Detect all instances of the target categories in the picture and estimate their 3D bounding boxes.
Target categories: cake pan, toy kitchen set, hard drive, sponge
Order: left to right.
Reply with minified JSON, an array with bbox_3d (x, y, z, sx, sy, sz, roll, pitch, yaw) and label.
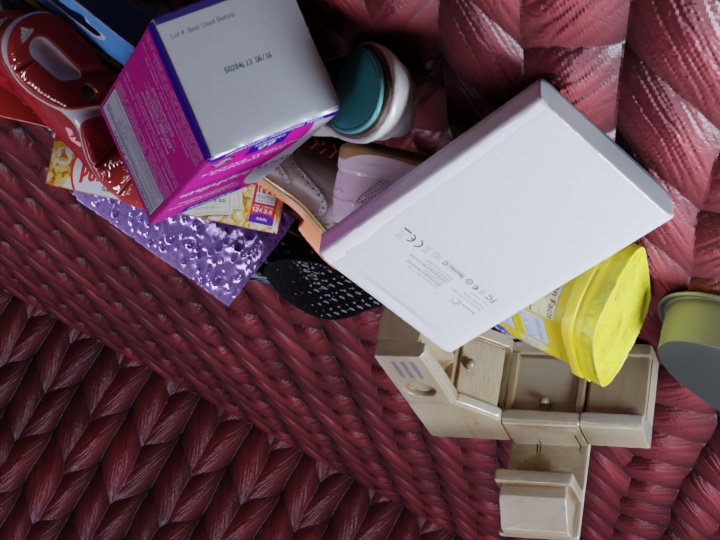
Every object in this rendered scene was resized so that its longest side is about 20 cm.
[{"bbox_3d":[-0.169,-0.064,1.517,0.199,0.112,0.030,37,-177,-28],"label":"sponge"},{"bbox_3d":[0.087,-0.029,1.038,0.131,0.026,0.199,37,128,-27],"label":"hard drive"},{"bbox_3d":[0.128,0.114,1.304,0.197,0.165,0.181,0,153,22],"label":"toy kitchen set"},{"bbox_3d":[0.310,0.083,1.197,0.199,0.037,0.200,29,167,7],"label":"cake pan"}]

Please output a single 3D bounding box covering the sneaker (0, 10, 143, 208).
[{"bbox_3d":[-0.226,-0.136,1.227,0.115,0.078,0.201,27,158,46],"label":"sneaker"}]

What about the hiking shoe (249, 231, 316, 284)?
[{"bbox_3d":[-0.075,-0.003,1.618,0.198,0.075,0.087,24,165,25],"label":"hiking shoe"}]

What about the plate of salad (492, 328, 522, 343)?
[{"bbox_3d":[0.076,0.013,1.417,0.198,0.048,0.201,27,155,14],"label":"plate of salad"}]

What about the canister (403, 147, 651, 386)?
[{"bbox_3d":[0.112,-0.005,1.195,0.198,0.087,0.149,26,166,21],"label":"canister"}]

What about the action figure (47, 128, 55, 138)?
[{"bbox_3d":[-0.278,-0.129,1.652,0.199,0.055,0.117,35,164,-36],"label":"action figure"}]

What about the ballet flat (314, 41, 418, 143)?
[{"bbox_3d":[0.002,-0.118,1.089,0.069,0.070,0.200,35,170,-22],"label":"ballet flat"}]

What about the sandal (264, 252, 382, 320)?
[{"bbox_3d":[0.000,0.000,1.390,0.198,0.045,0.075,-6,131,39],"label":"sandal"}]

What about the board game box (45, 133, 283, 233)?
[{"bbox_3d":[-0.172,-0.078,1.381,0.197,0.047,0.151,12,-177,-11],"label":"board game box"}]

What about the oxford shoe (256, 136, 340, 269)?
[{"bbox_3d":[-0.044,-0.092,1.292,0.072,0.072,0.200,-29,118,26],"label":"oxford shoe"}]

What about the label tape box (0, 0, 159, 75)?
[{"bbox_3d":[-0.234,-0.214,1.212,0.143,0.067,0.199,36,163,-30],"label":"label tape box"}]

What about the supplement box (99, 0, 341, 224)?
[{"bbox_3d":[-0.104,-0.114,1.099,0.104,0.100,0.200,66,159,1],"label":"supplement box"}]

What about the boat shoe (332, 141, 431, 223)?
[{"bbox_3d":[0.076,-0.036,1.100,0.197,0.070,0.071,14,-169,6],"label":"boat shoe"}]

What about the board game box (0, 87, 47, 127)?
[{"bbox_3d":[-0.228,-0.134,1.343,0.197,0.041,0.153,13,-177,5],"label":"board game box"}]
